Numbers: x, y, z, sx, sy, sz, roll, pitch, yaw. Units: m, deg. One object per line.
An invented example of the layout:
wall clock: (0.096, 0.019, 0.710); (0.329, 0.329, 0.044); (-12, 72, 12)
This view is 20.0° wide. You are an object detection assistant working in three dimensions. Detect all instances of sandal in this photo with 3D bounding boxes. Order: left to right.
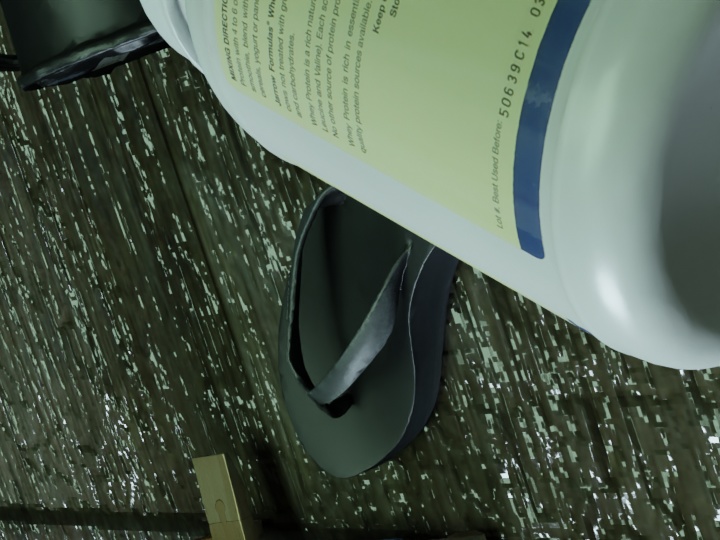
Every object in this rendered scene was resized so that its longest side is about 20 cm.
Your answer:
sandal: (0.000, -0.001, 0.740); (0.076, 0.043, 0.200); (45, 139, 28)

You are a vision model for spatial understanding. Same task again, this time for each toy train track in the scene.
toy train track: (-0.012, 0.124, 0.841); (0.200, 0.033, 0.115); (-14, 90, 49)

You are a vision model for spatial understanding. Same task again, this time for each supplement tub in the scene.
supplement tub: (0.043, -0.076, 0.553); (0.200, 0.145, 0.145); (31, 132, 39)

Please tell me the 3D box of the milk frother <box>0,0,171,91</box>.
milk frother: (-0.142, -0.150, 0.709); (0.180, 0.200, 0.188); (-13, 98, 58)
